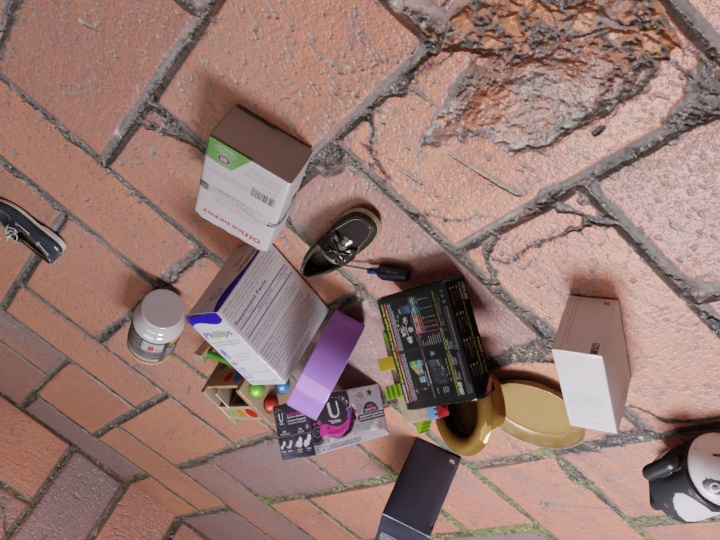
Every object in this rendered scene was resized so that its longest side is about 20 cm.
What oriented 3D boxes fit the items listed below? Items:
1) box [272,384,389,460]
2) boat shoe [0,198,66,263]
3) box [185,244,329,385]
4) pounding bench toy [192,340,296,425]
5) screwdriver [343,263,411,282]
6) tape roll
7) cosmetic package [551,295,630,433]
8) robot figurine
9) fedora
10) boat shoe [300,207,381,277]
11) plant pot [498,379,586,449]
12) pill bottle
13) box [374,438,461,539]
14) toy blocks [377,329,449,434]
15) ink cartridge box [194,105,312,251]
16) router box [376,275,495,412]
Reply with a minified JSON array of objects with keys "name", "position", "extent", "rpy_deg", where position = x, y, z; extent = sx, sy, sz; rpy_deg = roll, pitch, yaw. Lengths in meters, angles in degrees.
[{"name":"box","position":[-0.060,0.311,1.633],"extent":[0.132,0.199,0.116],"rpy_deg":[-23,78,48]},{"name":"boat shoe","position":[-0.764,-0.087,1.775],"extent":[0.199,0.062,0.075],"rpy_deg":[37,146,-9]},{"name":"box","position":[-0.187,0.081,1.465],"extent":[0.104,0.185,0.200],"rpy_deg":[-10,129,44]},{"name":"pounding bench toy","position":[-0.266,0.237,1.766],"extent":[0.155,0.125,0.200],"rpy_deg":[-9,130,42]},{"name":"screwdriver","position":[0.000,0.000,1.370],"extent":[0.198,0.028,0.029],"rpy_deg":[4,109,35]},{"name":"tape roll","position":[-0.064,0.177,1.480],"extent":[0.065,0.201,0.201],"rpy_deg":[27,145,1]},{"name":"cosmetic package","position":[0.361,0.147,1.219],"extent":[0.080,0.113,0.201],"rpy_deg":[4,136,31]},{"name":"robot figurine","position":[0.562,0.349,1.309],"extent":[0.125,0.149,0.200],"rpy_deg":[60,150,18]},{"name":"fedora","position":[0.203,0.234,1.421],"extent":[0.081,0.203,0.201],"rpy_deg":[1,154,-25]},{"name":"boat shoe","position":[-0.035,-0.037,1.312],"extent":[0.073,0.065,0.200],"rpy_deg":[39,143,-9]},{"name":"plant pot","position":[0.322,0.263,1.462],"extent":[0.198,0.028,0.201],"rpy_deg":[19,144,14]},{"name":"pill bottle","position":[-0.459,0.127,1.775],"extent":[0.116,0.117,0.200],"rpy_deg":[33,145,-5]},{"name":"box","position":[0.127,0.521,1.775],"extent":[0.117,0.197,0.201],"rpy_deg":[23,144,11]},{"name":"toy blocks","position":[0.119,0.189,1.414],"extent":[0.136,0.099,0.202],"rpy_deg":[-24,77,52]},{"name":"ink cartridge box","position":[-0.176,-0.142,1.266],"extent":[0.145,0.085,0.200],"rpy_deg":[31,145,-1]},{"name":"router box","position":[0.123,0.122,1.304],"extent":[0.149,0.062,0.202],"rpy_deg":[-17,87,41]}]
